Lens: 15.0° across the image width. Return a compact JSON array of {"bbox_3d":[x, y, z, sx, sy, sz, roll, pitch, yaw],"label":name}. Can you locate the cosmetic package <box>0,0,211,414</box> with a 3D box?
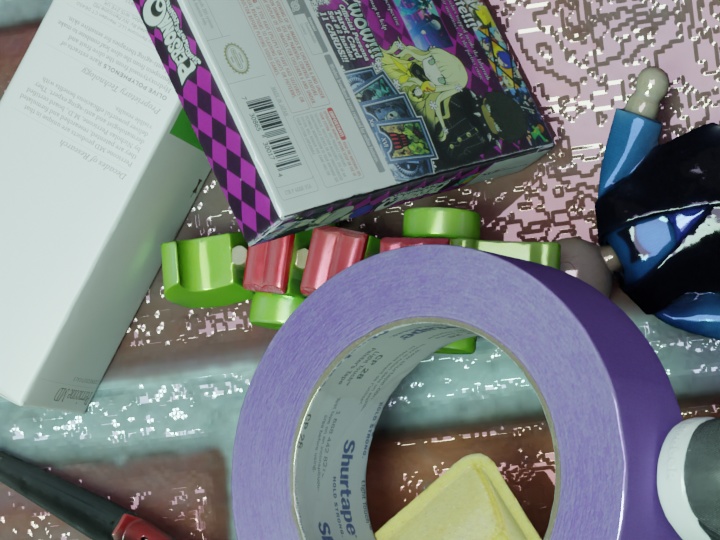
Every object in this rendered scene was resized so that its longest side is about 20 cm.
[{"bbox_3d":[-0.136,-0.038,1.318,0.085,0.108,0.201,27,92,12],"label":"cosmetic package"}]

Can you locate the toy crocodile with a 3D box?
[{"bbox_3d":[0.000,0.000,1.299,0.199,0.062,0.068,6,86,24],"label":"toy crocodile"}]

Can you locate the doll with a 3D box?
[{"bbox_3d":[0.168,-0.036,1.282,0.199,0.048,0.137,-30,85,14],"label":"doll"}]

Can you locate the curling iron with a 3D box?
[{"bbox_3d":[-0.111,0.134,1.310,0.200,0.049,0.026,33,136,31],"label":"curling iron"}]

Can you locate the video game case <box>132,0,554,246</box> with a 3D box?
[{"bbox_3d":[-0.020,-0.122,1.275,0.036,0.181,0.201,-37,75,47],"label":"video game case"}]

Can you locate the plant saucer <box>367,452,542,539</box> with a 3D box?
[{"bbox_3d":[0.046,0.220,1.252,0.200,0.048,0.200,-42,65,21],"label":"plant saucer"}]

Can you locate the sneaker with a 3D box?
[{"bbox_3d":[0.225,0.122,1.169,0.112,0.200,0.073,-9,58,43],"label":"sneaker"}]

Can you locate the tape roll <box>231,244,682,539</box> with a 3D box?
[{"bbox_3d":[0.042,0.091,1.203,0.199,0.066,0.201,-4,82,31],"label":"tape roll"}]
